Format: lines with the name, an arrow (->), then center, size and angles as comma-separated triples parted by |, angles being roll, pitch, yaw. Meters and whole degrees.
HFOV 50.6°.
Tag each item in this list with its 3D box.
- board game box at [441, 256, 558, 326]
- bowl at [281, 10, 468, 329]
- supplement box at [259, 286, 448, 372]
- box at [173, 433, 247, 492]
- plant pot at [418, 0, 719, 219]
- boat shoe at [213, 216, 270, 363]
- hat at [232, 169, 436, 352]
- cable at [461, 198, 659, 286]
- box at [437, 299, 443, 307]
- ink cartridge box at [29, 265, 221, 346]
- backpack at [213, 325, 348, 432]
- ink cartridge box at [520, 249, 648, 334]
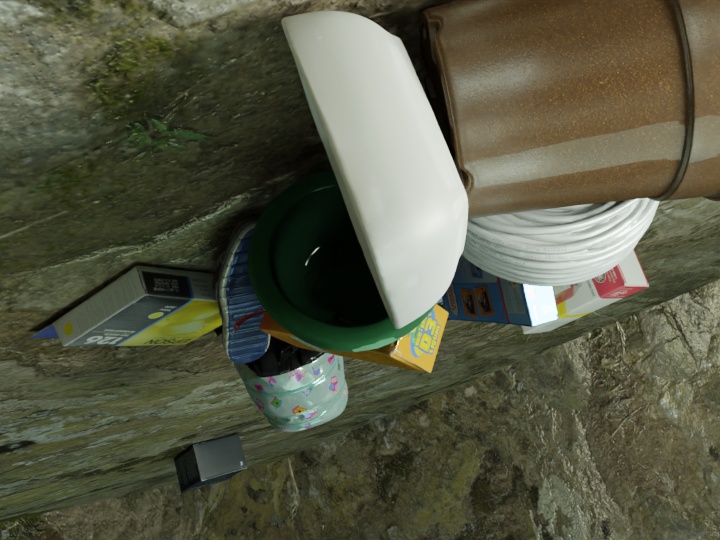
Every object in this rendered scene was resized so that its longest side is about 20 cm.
board game box -> 0.130, -0.021, 0.814 | 0.036, 0.153, 0.200 | -13, -178, -18
bowl -> 0.019, -0.070, 0.542 | 0.074, 0.202, 0.200 | -20, 164, 1
supplement box -> -0.011, 0.051, 0.758 | 0.199, 0.067, 0.069 | 5, 159, 48
box -> -0.449, 0.574, 2.264 | 0.147, 0.108, 0.200 | -7, 161, -34
plant pot -> 0.151, -0.130, 0.548 | 0.196, 0.203, 0.200 | -11, 164, 3
boat shoe -> -0.135, 0.013, 0.853 | 0.071, 0.073, 0.201 | -7, 134, -26
hat -> -0.016, 0.016, 0.722 | 0.166, 0.199, 0.176 | -52, 161, -18
cable -> 0.156, -0.081, 0.662 | 0.199, 0.200, 0.070 | -37, 153, -22
box -> 0.092, 0.029, 1.167 | 0.192, 0.048, 0.200 | -30, 155, 13
ink cartridge box -> -0.258, 0.060, 0.931 | 0.199, 0.047, 0.197 | -30, 162, 26
backpack -> -0.088, 0.109, 0.987 | 0.165, 0.128, 0.200 | -25, -153, -6
ink cartridge box -> 0.331, -0.001, 1.215 | 0.083, 0.147, 0.199 | -1, 156, -45
